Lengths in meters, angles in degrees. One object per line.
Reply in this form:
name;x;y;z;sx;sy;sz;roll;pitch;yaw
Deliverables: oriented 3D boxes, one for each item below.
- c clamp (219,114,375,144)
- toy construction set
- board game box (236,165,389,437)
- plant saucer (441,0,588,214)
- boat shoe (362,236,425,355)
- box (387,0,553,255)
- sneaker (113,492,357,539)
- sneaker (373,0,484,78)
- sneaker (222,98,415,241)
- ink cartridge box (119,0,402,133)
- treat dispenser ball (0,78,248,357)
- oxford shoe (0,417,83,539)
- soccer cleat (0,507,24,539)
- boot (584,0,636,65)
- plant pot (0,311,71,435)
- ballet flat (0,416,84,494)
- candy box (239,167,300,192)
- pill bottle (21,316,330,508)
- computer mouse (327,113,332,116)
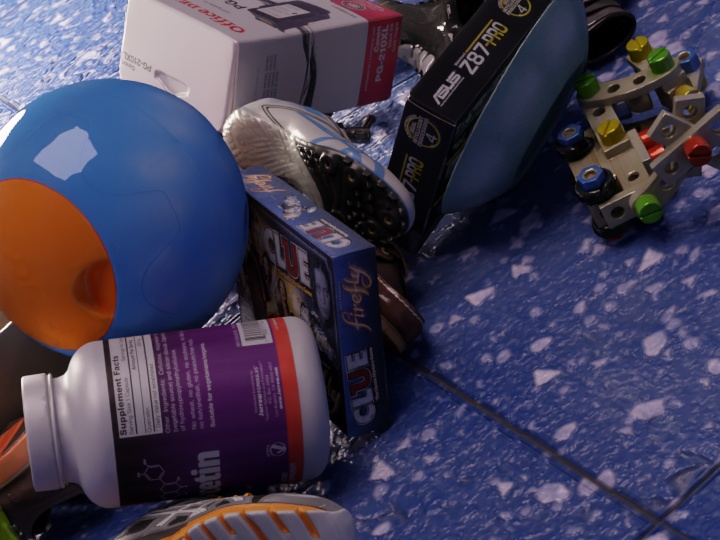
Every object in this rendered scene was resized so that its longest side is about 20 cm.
c clamp;-0.086;-0.112;1.506;0.198;0.027;0.171;1;12;1
toy construction set;0.209;-0.095;1.276;0.130;0.093;0.200;-26;20;8
board game box;-0.041;0.018;1.279;0.034;0.137;0.200;-14;24;-21
plant saucer;0.127;-0.121;1.340;0.038;0.202;0.201;30;56;9
boat shoe;0.000;0.000;1.332;0.070;0.071;0.200;-40;31;-8
box;0.087;-0.131;1.369;0.049;0.162;0.200;29;55;12
sneaker;-0.092;0.176;1.157;0.198;0.079;0.077;-14;23;23
sneaker;0.072;-0.212;1.563;0.091;0.066;0.200;-54;33;9
sneaker;-0.023;-0.084;1.344;0.072;0.072;0.199;-26;40;-32
ink cartridge box;-0.085;-0.192;1.516;0.144;0.085;0.199;29;31;36
treat dispenser ball;-0.179;-0.036;1.267;0.199;0.202;0.202;-22;31;14
oxford shoe;-0.277;0.184;1.322;0.199;0.073;0.072;-36;18;34
soccer cleat;-0.268;0.242;1.204;0.081;0.068;0.201;-28;43;16
boot;0.210;-0.234;1.506;0.200;0.070;0.132;-39;32;9
plant pot;-0.288;0.071;1.424;0.199;0.135;0.201;-23;31;15
ballet flat;-0.181;0.126;1.328;0.198;0.068;0.072;-8;17;35
candy box;-0.176;-0.062;1.491;0.199;0.072;0.167;0;-1;41
pill bottle;-0.124;0.098;1.197;0.198;0.113;0.113;-7;29;-9
computer mouse;-0.107;-0.120;1.628;0.199;0.059;0.034;-26;3;3
